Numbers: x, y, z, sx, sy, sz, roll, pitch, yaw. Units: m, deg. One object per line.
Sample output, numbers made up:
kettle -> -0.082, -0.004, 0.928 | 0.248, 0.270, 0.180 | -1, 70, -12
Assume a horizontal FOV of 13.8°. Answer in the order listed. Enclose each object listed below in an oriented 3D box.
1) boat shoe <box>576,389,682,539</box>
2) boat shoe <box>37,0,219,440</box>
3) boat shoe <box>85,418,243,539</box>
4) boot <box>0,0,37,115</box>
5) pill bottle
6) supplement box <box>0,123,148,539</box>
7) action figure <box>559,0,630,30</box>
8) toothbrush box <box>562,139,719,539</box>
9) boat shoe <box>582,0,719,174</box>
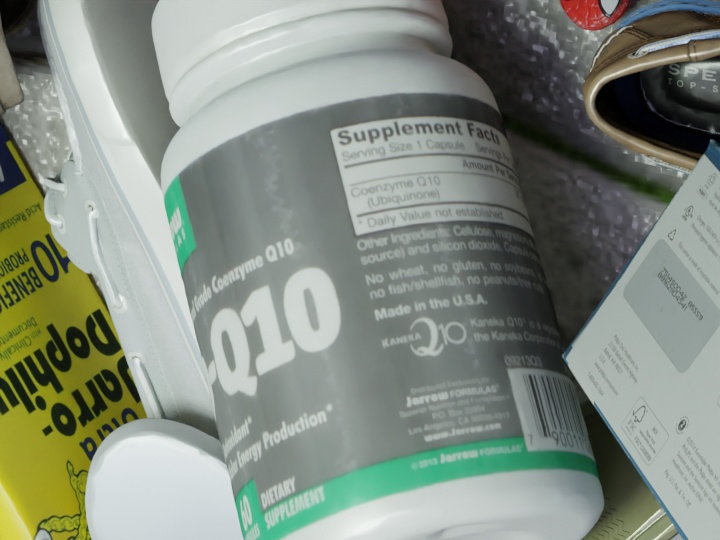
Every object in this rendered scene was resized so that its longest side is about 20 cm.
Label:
boat shoe -> 0.095, 0.068, 1.001 | 0.200, 0.068, 0.075 | -32, 71, 32
boat shoe -> -0.077, -0.018, 1.063 | 0.068, 0.072, 0.200 | -16, 110, 27
boat shoe -> -0.018, 0.123, 1.071 | 0.200, 0.070, 0.071 | 42, 107, -9
boot -> -0.187, -0.121, 1.059 | 0.146, 0.070, 0.200 | -8, 64, 5
pill bottle -> 0.000, 0.000, 0.958 | 0.113, 0.113, 0.200 | -26, 69, 31
supplement box -> -0.151, 0.061, 1.098 | 0.109, 0.109, 0.200 | -27, 96, 31
action figure -> 0.058, -0.163, 0.929 | 0.099, 0.065, 0.200 | -19, 123, 17
toothbrush box -> 0.177, 0.065, 0.862 | 0.200, 0.146, 0.085 | 28, 106, -26
boat shoe -> 0.165, -0.043, 0.929 | 0.199, 0.072, 0.072 | 4, 110, 24
